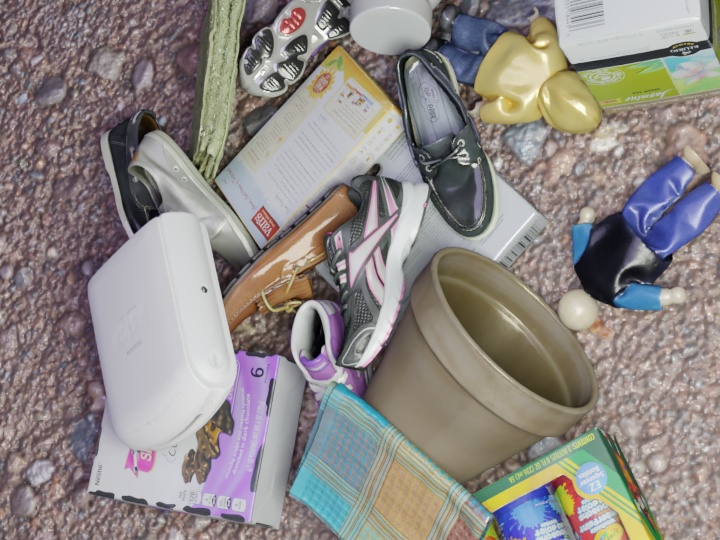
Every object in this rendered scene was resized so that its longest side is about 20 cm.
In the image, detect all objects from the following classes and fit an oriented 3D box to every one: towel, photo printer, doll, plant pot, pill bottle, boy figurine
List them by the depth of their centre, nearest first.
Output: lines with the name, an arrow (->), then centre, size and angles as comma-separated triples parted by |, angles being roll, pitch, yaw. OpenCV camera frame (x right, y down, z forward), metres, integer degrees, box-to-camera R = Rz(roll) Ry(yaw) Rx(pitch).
towel -> 0.022, 0.212, 1.430 | 0.199, 0.022, 0.148 | 39, 128, 25
plant pot -> 0.091, 0.108, 1.456 | 0.174, 0.199, 0.201 | -47, 62, 24
doll -> 0.262, -0.020, 1.474 | 0.200, 0.048, 0.137 | -45, 63, 8
photo printer -> -0.196, 0.069, 1.539 | 0.166, 0.069, 0.202 | -37, 59, 43
boy figurine -> 0.160, -0.199, 1.558 | 0.199, 0.064, 0.125 | 28, 91, 27
pill bottle -> 0.036, -0.328, 1.602 | 0.111, 0.113, 0.203 | -8, 63, 22
towel -> -0.155, -0.194, 1.666 | 0.036, 0.148, 0.203 | 6, 77, -11

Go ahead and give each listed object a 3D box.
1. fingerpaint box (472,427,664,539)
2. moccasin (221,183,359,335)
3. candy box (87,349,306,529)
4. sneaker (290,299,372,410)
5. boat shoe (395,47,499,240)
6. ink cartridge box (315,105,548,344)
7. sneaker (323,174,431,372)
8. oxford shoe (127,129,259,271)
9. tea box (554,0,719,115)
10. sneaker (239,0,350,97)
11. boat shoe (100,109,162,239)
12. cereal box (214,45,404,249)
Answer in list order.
fingerpaint box -> 0.173, 0.266, 1.427 | 0.199, 0.073, 0.168 | -30, 66, 15
moccasin -> -0.067, 0.004, 1.554 | 0.201, 0.074, 0.078 | -41, 90, -6
candy box -> -0.168, 0.165, 1.609 | 0.198, 0.071, 0.170 | 5, 79, 26
sneaker -> -0.026, 0.127, 1.531 | 0.072, 0.114, 0.203 | -20, 74, 17
boat shoe -> 0.079, -0.127, 1.522 | 0.074, 0.066, 0.202 | -17, 76, 21
ink cartridge box -> 0.055, -0.039, 1.577 | 0.200, 0.041, 0.200 | -49, 62, 6
sneaker -> 0.000, 0.000, 1.495 | 0.085, 0.080, 0.202 | 17, 67, -3
oxford shoe -> -0.172, -0.057, 1.644 | 0.058, 0.075, 0.200 | -40, 87, -21
tea box -> 0.262, -0.277, 1.456 | 0.132, 0.196, 0.203 | -8, 73, 21
sneaker -> -0.058, -0.266, 1.669 | 0.200, 0.083, 0.081 | -42, 101, -6
boat shoe -> -0.225, -0.081, 1.697 | 0.067, 0.072, 0.202 | -29, 65, 19
cereal box -> -0.052, -0.122, 1.624 | 0.200, 0.039, 0.144 | -46, 42, 9
